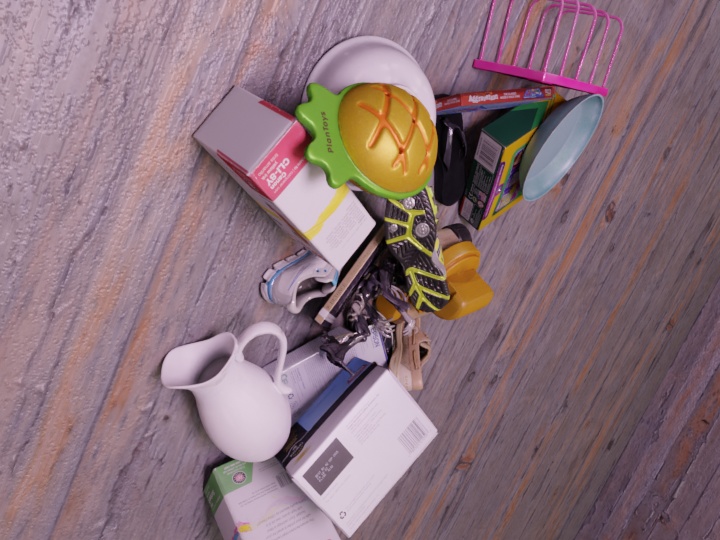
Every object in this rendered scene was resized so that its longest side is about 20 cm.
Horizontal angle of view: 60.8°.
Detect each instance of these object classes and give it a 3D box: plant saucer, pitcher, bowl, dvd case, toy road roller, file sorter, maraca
[{"bbox_3d":[0.324,-0.209,1.019,0.198,0.036,0.202,-37,153,-23],"label":"plant saucer"},{"bbox_3d":[-0.154,0.168,0.857,0.168,0.122,0.202,-24,129,4],"label":"pitcher"},{"bbox_3d":[0.026,-0.196,0.801,0.196,0.090,0.207,-9,112,-22],"label":"bowl"},{"bbox_3d":[0.000,0.000,0.934,0.202,0.016,0.149,-55,175,-5],"label":"dvd case"},{"bbox_3d":[0.127,0.033,1.007,0.121,0.147,0.202,-14,145,-36],"label":"toy road roller"},{"bbox_3d":[0.304,-0.364,0.977,0.196,0.138,0.129,-5,115,-42],"label":"file sorter"},{"bbox_3d":[0.012,-0.146,0.684,0.197,0.106,0.141,-6,75,-42],"label":"maraca"}]

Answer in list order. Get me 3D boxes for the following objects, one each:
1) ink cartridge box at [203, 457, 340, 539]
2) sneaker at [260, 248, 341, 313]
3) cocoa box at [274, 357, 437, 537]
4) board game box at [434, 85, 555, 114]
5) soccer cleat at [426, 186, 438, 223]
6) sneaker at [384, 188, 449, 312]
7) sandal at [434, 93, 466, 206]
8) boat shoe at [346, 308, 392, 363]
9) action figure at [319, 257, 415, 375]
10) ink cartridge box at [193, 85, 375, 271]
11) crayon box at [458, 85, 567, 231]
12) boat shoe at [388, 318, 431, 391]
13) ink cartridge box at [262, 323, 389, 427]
[{"bbox_3d":[-0.136,0.389,0.954,0.143,0.202,0.088,-13,147,-39],"label":"ink cartridge box"},{"bbox_3d":[-0.047,-0.009,0.892,0.200,0.086,0.076,-45,135,-16],"label":"sneaker"},{"bbox_3d":[-0.012,0.252,0.911,0.200,0.131,0.134,-45,106,-16],"label":"cocoa box"},{"bbox_3d":[0.186,-0.251,0.911,0.196,0.102,0.020,-15,100,-33],"label":"board game box"},{"bbox_3d":[0.069,-0.129,0.961,0.082,0.065,0.202,-26,138,1],"label":"soccer cleat"},{"bbox_3d":[0.076,-0.041,0.865,0.073,0.077,0.204,-10,119,7],"label":"sneaker"},{"bbox_3d":[0.149,-0.194,0.999,0.076,0.043,0.203,-37,135,-20],"label":"sandal"},{"bbox_3d":[0.020,0.138,1.049,0.203,0.072,0.063,75,21,-44],"label":"boat shoe"},{"bbox_3d":[0.026,0.061,0.915,0.201,0.101,0.119,-52,-177,-13],"label":"action figure"},{"bbox_3d":[-0.087,-0.107,0.746,0.084,0.144,0.200,-49,138,-6],"label":"ink cartridge box"},{"bbox_3d":[0.262,-0.189,1.061,0.171,0.058,0.202,-35,153,-25],"label":"crayon box"},{"bbox_3d":[0.092,0.139,1.061,0.202,0.063,0.073,-71,154,-55],"label":"boat shoe"},{"bbox_3d":[-0.043,0.195,1.014,0.196,0.043,0.200,-26,124,-16],"label":"ink cartridge box"}]
